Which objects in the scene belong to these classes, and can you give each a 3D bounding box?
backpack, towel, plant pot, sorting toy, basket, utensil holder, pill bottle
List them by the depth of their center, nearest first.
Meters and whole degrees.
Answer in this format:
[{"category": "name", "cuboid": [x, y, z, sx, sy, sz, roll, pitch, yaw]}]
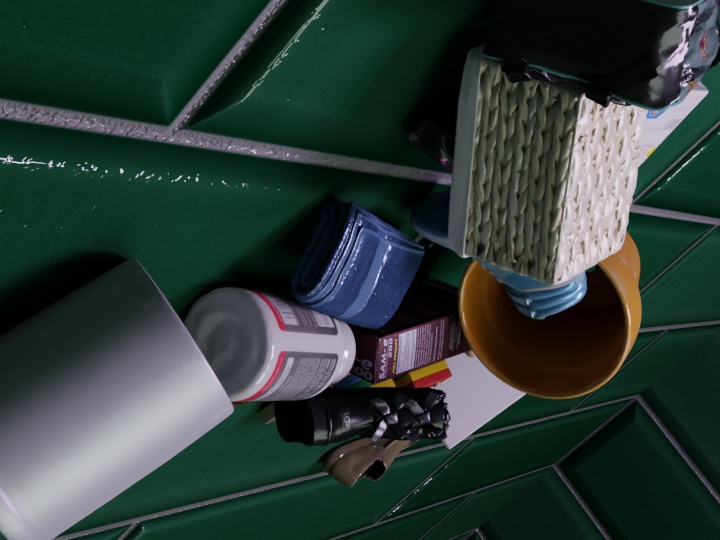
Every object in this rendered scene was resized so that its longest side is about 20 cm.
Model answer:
[{"category": "backpack", "cuboid": [0.209, -0.221, 0.903, 0.200, 0.176, 0.153, -25, 129, -54]}, {"category": "utensil holder", "cuboid": [-0.230, 0.106, 0.941, 0.200, 0.170, 0.170, -34, 159, -12]}, {"category": "basket", "cuboid": [0.170, -0.101, 1.024, 0.136, 0.123, 0.200, -25, 130, -41]}, {"category": "pill bottle", "cuboid": [-0.085, 0.078, 1.171, 0.111, 0.111, 0.200, -43, 158, 18]}, {"category": "towel", "cuboid": [0.000, 0.000, 1.172, 0.112, 0.049, 0.200, -65, 157, -1]}, {"category": "plant pot", "cuboid": [0.240, 0.020, 1.328, 0.200, 0.200, 0.183, -51, 171, 35]}, {"category": "sorting toy", "cuboid": [0.007, 0.153, 1.462, 0.199, 0.070, 0.200, -15, 165, -43]}]

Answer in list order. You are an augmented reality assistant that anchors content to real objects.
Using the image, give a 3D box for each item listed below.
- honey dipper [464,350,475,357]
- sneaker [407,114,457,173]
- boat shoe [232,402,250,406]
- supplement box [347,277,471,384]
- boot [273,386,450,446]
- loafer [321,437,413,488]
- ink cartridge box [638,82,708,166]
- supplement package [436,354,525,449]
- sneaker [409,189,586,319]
[{"category": "honey dipper", "cuboid": [0.138, 0.080, 1.490, 0.038, 0.038, 0.200, -39, -172, 9]}, {"category": "sneaker", "cuboid": [0.122, -0.139, 1.110, 0.200, 0.080, 0.086, -6, 126, -57]}, {"category": "boat shoe", "cuboid": [-0.153, 0.123, 1.225, 0.072, 0.072, 0.200, -45, 164, 20]}, {"category": "supplement box", "cuboid": [0.052, 0.067, 1.345, 0.200, 0.109, 0.061, -14, 115, -42]}, {"category": "boot", "cuboid": [-0.001, 0.157, 1.291, 0.162, 0.073, 0.198, -2, -178, -20]}, {"category": "loafer", "cuboid": [0.026, 0.305, 1.880, 0.200, 0.067, 0.076, -19, 154, -36]}, {"category": "ink cartridge box", "cuboid": [0.286, -0.154, 1.305, 0.116, 0.067, 0.200, -10, 147, -47]}, {"category": "supplement package", "cuboid": [0.166, 0.138, 1.622, 0.200, 0.120, 0.121, -37, -176, 3]}, {"category": "sneaker", "cuboid": [0.147, -0.009, 1.201, 0.080, 0.200, 0.131, -50, 139, -31]}]
